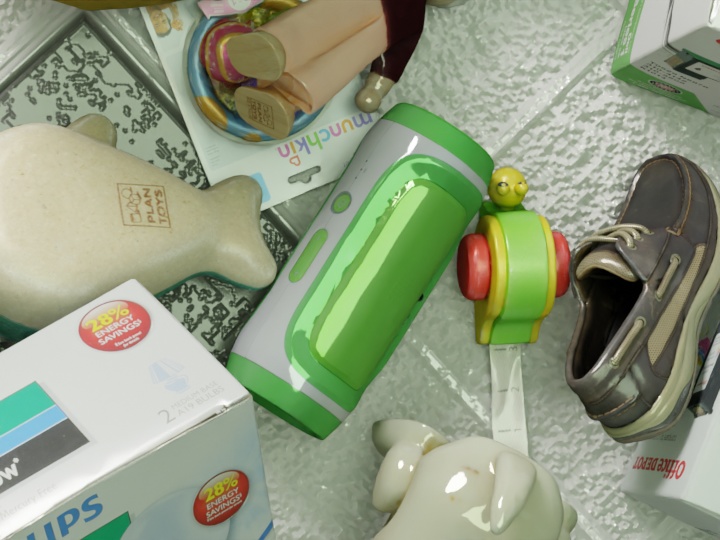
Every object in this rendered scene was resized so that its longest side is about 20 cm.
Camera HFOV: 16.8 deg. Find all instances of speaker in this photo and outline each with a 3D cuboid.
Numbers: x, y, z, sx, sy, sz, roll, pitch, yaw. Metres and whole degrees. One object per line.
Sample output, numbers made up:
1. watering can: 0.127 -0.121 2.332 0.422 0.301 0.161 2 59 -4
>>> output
1. speaker: 0.000 0.000 1.485 0.088 0.088 0.200 33 82 -7

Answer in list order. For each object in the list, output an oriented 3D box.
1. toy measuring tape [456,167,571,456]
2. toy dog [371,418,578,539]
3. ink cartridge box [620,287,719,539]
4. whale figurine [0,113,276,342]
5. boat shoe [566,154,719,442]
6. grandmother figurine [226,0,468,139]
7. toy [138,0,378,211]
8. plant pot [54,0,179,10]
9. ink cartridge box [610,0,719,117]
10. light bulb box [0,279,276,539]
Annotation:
1. toy measuring tape: 0.097 0.035 1.508 0.073 0.074 0.201 -2 87 -10
2. toy dog: 0.046 0.206 1.435 0.139 0.194 0.200 32 74 -16
3. ink cartridge box: 0.247 0.063 1.494 0.083 0.146 0.200 24 83 -7
4. whale figurine: -0.154 -0.015 1.458 0.199 0.104 0.159 -1 63 -25
5. boat shoe: 0.170 0.005 1.479 0.073 0.074 0.200 36 49 -31
6. grandmother figurine: 0.006 -0.151 1.478 0.060 0.122 0.200 29 49 29
7. toy: -0.066 -0.143 1.499 0.115 0.047 0.200 -23 91 -10
8. plant pot: -0.137 -0.257 1.404 0.200 0.194 0.196 -32 73 21
9. ink cartridge box: 0.253 -0.145 1.477 0.146 0.200 0.085 20 84 -8
10. light bulb box: -0.159 0.149 1.363 0.198 0.125 0.200 -30 138 -22
